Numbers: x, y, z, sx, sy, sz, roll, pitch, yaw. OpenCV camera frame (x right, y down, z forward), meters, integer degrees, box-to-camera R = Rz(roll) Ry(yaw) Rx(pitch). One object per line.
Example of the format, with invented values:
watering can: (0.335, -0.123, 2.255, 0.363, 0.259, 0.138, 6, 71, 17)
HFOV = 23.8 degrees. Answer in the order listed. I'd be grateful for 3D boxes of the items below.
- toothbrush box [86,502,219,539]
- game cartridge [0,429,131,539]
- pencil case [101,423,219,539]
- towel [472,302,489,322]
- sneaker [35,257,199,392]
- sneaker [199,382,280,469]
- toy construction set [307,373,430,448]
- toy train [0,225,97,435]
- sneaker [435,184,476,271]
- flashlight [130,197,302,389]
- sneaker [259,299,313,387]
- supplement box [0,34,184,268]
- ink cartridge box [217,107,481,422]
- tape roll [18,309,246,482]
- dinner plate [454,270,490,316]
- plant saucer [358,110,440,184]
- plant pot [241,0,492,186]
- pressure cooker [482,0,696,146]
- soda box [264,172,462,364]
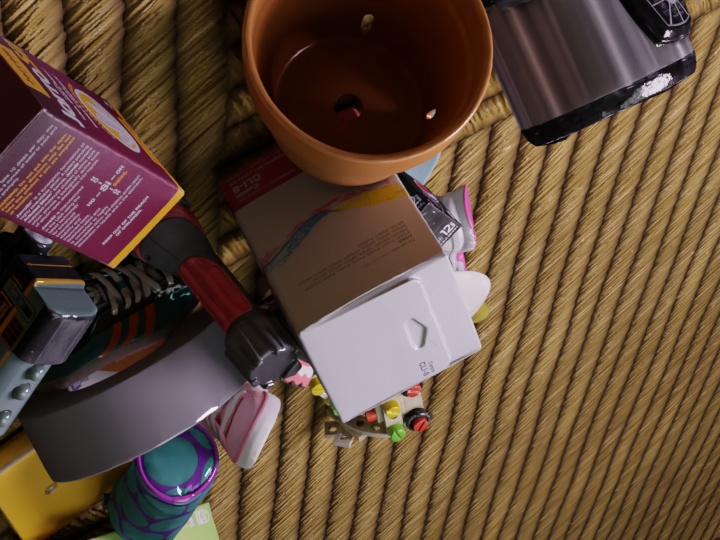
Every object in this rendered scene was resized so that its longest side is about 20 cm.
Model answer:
toothbrush box: (-0.261, 0.319, 1.788, 0.199, 0.087, 0.145, -9, 169, -46)
game cartridge: (-0.273, 0.176, 1.683, 0.199, 0.032, 0.177, -37, 154, -16)
pencil case: (-0.195, 0.207, 1.658, 0.084, 0.093, 0.200, -2, 159, -18)
towel: (0.048, 0.035, 1.819, 0.142, 0.023, 0.200, -8, 164, 19)
sneaker: (-0.216, 0.031, 1.488, 0.199, 0.072, 0.080, -36, 158, -10)
sneaker: (-0.139, 0.127, 1.639, 0.076, 0.104, 0.200, -63, -169, 4)
toy construction set: (0.005, 0.146, 1.931, 0.130, 0.093, 0.201, -19, 151, -7)
toy train: (-0.296, 0.058, 1.372, 0.201, 0.114, 0.085, -52, 152, 19)
sneaker: (0.064, -0.031, 1.780, 0.087, 0.082, 0.200, -7, 159, -6)
flashlight: (-0.130, 0.012, 1.432, 0.067, 0.200, 0.068, -29, 150, -21)
sneaker: (-0.093, 0.057, 1.722, 0.087, 0.073, 0.200, -59, 155, 3)
supplement box: (-0.231, -0.090, 1.241, 0.086, 0.110, 0.200, -45, 154, 7)
ink cartridge box: (-0.009, -0.004, 1.485, 0.144, 0.201, 0.146, -28, 140, -3)
tape roll: (-0.201, 0.110, 1.514, 0.199, 0.067, 0.200, -25, -170, 5)
dinner plate: (0.048, 0.061, 1.767, 0.198, 0.024, 0.201, -21, 159, -8)
plant saucer: (-0.008, -0.094, 1.623, 0.200, 0.039, 0.202, -32, 153, -19)
plant pot: (-0.002, -0.156, 1.383, 0.199, 0.201, 0.140, -33, 169, -17)
pressure cooker: (0.185, -0.230, 1.509, 0.177, 0.202, 0.176, -25, -177, -10)
soda box: (0.000, 0.000, 1.645, 0.200, 0.063, 0.071, -48, 144, 9)
